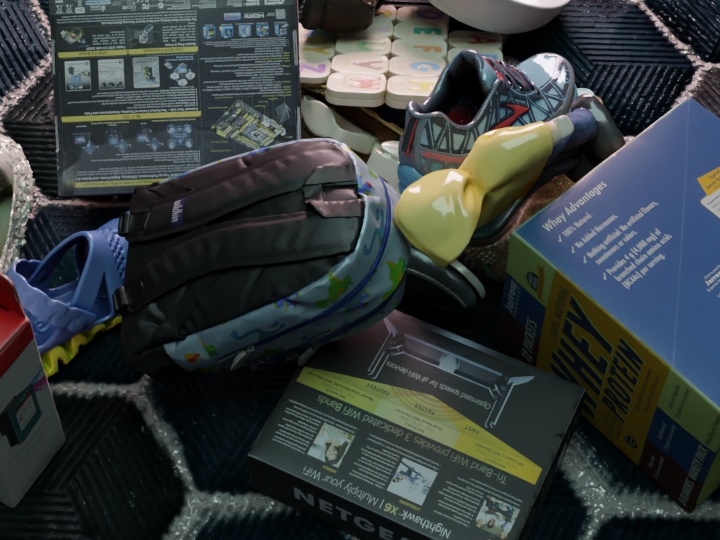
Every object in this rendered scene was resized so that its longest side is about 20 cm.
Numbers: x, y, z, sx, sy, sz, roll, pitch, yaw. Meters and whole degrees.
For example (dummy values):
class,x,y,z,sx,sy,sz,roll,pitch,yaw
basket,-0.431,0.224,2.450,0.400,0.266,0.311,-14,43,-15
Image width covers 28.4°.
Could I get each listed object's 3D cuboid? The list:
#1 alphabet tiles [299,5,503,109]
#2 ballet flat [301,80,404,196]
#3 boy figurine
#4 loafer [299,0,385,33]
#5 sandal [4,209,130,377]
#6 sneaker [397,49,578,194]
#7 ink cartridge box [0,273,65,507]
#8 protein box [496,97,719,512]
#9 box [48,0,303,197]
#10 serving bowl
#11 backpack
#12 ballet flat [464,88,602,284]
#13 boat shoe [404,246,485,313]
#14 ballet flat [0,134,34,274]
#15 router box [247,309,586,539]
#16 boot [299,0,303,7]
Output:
class,x,y,z,sx,sy,sz,roll,pitch,yaw
alphabet tiles,0.026,-0.187,1.221,0.192,0.015,0.201,4,31,3
ballet flat,0.008,-0.094,1.165,0.199,0.063,0.069,36,106,29
boy figurine,0.106,-0.067,1.016,0.199,0.124,0.065,-30,79,-40
loafer,-0.001,-0.263,1.279,0.070,0.074,0.201,20,40,-1
sandal,-0.200,0.001,1.085,0.079,0.088,0.200,35,59,25
sneaker,0.105,-0.130,1.102,0.079,0.097,0.200,21,45,34
ink cartridge box,-0.277,0.064,0.966,0.115,0.201,0.068,25,57,18
protein box,0.240,0.020,1.041,0.198,0.136,0.200,-36,62,-23
box,-0.145,-0.143,1.137,0.197,0.049,0.164,-3,91,-1
serving bowl,0.094,-0.279,1.275,0.198,0.066,0.202,23,37,-19
backpack,-0.061,-0.013,1.018,0.199,0.153,0.165,-29,48,32
ballet flat,0.143,-0.065,1.149,0.070,0.066,0.200,7,46,43
boat shoe,0.000,0.000,1.102,0.198,0.073,0.062,22,68,19
ballet flat,-0.296,-0.049,1.134,0.071,0.072,0.202,-7,53,-5
router box,0.041,0.120,1.018,0.198,0.053,0.158,22,57,16
boot,-0.136,-0.265,1.284,0.165,0.073,0.202,28,73,9
